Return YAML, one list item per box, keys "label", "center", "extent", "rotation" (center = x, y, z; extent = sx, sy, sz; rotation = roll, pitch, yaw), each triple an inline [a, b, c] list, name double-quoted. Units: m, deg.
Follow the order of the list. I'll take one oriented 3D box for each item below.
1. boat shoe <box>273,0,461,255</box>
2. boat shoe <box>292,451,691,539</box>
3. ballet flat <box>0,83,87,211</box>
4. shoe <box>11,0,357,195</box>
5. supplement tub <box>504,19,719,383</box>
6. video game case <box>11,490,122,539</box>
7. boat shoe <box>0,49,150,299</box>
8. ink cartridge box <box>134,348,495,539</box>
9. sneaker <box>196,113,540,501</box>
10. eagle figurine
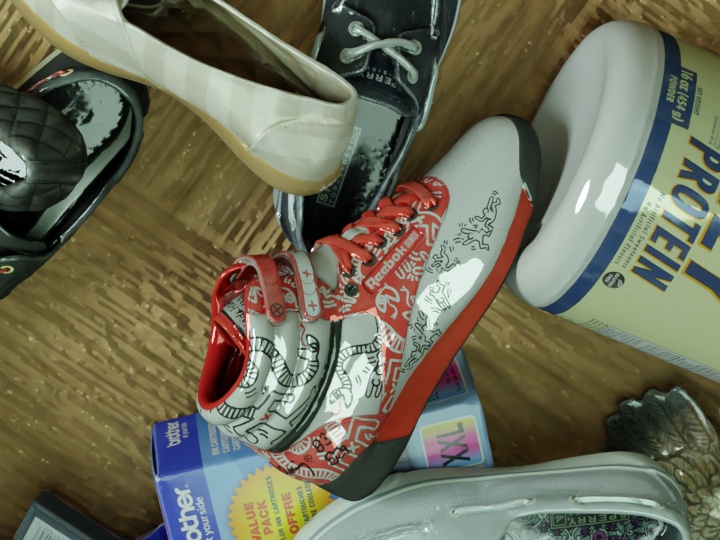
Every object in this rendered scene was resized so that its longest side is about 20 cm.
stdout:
- label: "boat shoe"
  center: [0.005, -0.097, 1.367]
  extent: [0.071, 0.068, 0.201]
  rotation: [18, 105, -11]
- label: "boat shoe"
  center: [0.063, 0.134, 1.367]
  extent: [0.199, 0.072, 0.071]
  rotation: [-11, 109, -5]
- label: "ballet flat"
  center: [-0.220, -0.073, 1.330]
  extent: [0.199, 0.057, 0.067]
  rotation: [12, 94, 19]
- label: "shoe"
  center: [-0.084, -0.114, 1.328]
  extent: [0.199, 0.070, 0.053]
  rotation: [35, 141, 7]
- label: "supplement tub"
  center: [0.181, -0.021, 1.369]
  extent: [0.199, 0.145, 0.146]
  rotation: [22, 104, -12]
- label: "video game case"
  center: [-0.143, 0.225, 1.436]
  extent: [0.142, 0.019, 0.201]
  rotation: [32, 118, 3]
- label: "boat shoe"
  center: [-0.180, -0.028, 1.376]
  extent: [0.074, 0.063, 0.201]
  rotation: [41, 101, -17]
- label: "ink cartridge box"
  center: [-0.026, 0.135, 1.436]
  extent: [0.198, 0.076, 0.137]
  rotation: [-13, 108, 0]
- label: "sneaker"
  center: [0.000, 0.001, 1.335]
  extent: [0.108, 0.067, 0.202]
  rotation: [27, 91, -27]
- label: "eagle figurine"
  center: [0.228, 0.135, 1.435]
  extent: [0.199, 0.152, 0.152]
  rotation: [14, 129, -21]
